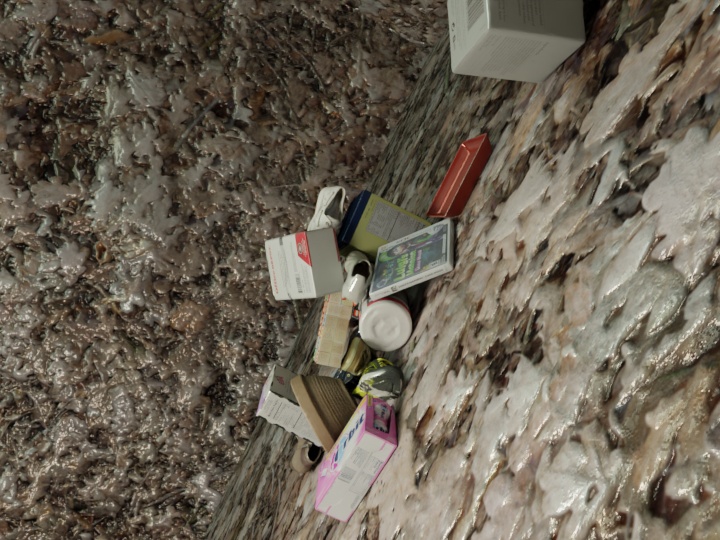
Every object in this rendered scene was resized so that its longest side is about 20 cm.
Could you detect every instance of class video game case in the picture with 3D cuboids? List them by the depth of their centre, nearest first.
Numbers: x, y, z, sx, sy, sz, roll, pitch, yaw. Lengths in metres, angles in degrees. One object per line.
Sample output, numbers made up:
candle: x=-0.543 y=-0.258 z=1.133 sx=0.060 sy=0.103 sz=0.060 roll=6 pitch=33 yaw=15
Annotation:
video game case: x=0.110 y=-0.027 z=1.461 sx=0.181 sy=0.023 sz=0.201 roll=-23 pitch=25 yaw=20

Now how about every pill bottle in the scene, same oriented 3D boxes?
pill bottle: x=0.052 y=0.084 z=1.500 sx=0.111 sy=0.110 sz=0.200 roll=-60 pitch=9 yaw=17

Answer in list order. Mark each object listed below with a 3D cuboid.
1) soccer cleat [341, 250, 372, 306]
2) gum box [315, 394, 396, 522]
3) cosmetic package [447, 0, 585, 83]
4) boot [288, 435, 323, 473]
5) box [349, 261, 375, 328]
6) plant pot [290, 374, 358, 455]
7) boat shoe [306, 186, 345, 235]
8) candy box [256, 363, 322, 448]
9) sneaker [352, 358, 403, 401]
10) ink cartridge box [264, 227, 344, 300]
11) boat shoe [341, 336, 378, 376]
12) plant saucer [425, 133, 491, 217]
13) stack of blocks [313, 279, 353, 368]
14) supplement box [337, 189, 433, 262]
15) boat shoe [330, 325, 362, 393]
soccer cleat: x=0.000 y=0.000 z=1.506 sx=0.200 sy=0.069 sz=0.078 roll=-81 pitch=16 yaw=-62
gum box: x=-0.006 y=0.329 z=1.240 sx=0.201 sy=0.066 sz=0.114 roll=-60 pitch=10 yaw=20
cosmetic package: x=0.287 y=-0.470 z=1.303 sx=0.165 sy=0.198 sz=0.167 roll=142 pitch=129 yaw=-69
boot: x=-0.115 y=0.410 z=1.724 sx=0.146 sy=0.070 sz=0.201 roll=-41 pitch=23 yaw=53
box: x=-0.004 y=0.062 z=1.702 sx=0.200 sy=0.039 sz=0.138 roll=132 pitch=151 yaw=-76
plant pot: x=-0.052 y=0.284 z=1.401 sx=0.092 sy=0.202 sz=0.201 roll=-31 pitch=7 yaw=-4
boat shoe: x=-0.078 y=-0.111 z=1.668 sx=0.069 sy=0.070 sz=0.202 roll=-8 pitch=68 yaw=50
candy box: x=-0.133 y=0.317 z=1.617 sx=0.072 sy=0.199 sz=0.168 roll=-61 pitch=8 yaw=11
sneaker: x=0.036 y=0.204 z=1.354 sx=0.085 sy=0.074 sz=0.200 roll=-66 pitch=9 yaw=-26
ink cartridge box: x=-0.131 y=-0.013 z=1.594 sx=0.199 sy=0.083 sz=0.146 roll=-6 pitch=94 yaw=55
boat shoe: x=0.004 y=0.187 z=1.462 sx=0.201 sy=0.063 sz=0.074 roll=67 pitch=-132 yaw=-79
plant saucer: x=0.226 y=-0.204 z=1.578 sx=0.201 sy=0.036 sz=0.200 roll=-64 pitch=8 yaw=1
stack of blocks: x=-0.062 y=0.121 z=1.648 sx=0.115 sy=0.058 sz=0.202 roll=169 pitch=113 yaw=-82
supplement box: x=0.053 y=-0.077 z=1.688 sx=0.135 sy=0.198 sz=0.200 roll=-65 pitch=8 yaw=-8
boat shoe: x=-0.007 y=0.221 z=1.630 sx=0.201 sy=0.070 sz=0.091 roll=-62 pitch=19 yaw=14
